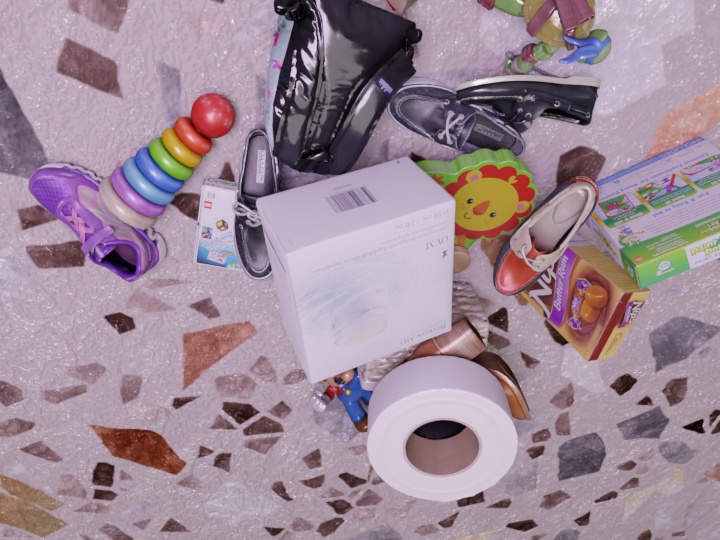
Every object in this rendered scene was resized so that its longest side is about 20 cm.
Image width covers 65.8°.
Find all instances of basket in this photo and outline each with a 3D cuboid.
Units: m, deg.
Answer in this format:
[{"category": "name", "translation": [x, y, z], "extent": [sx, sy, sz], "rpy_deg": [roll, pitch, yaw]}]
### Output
[{"category": "basket", "translation": [0.094, 0.098, 0.876], "extent": [0.198, 0.136, 0.125], "rpy_deg": [0, 120, -6]}]

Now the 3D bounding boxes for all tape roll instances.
[{"category": "tape roll", "translation": [0.108, 0.218, 0.756], "extent": [0.200, 0.071, 0.204], "rpy_deg": [1, 118, 1]}]

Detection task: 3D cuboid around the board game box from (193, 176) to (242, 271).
[{"category": "board game box", "translation": [-0.134, -0.053, 0.808], "extent": [0.198, 0.035, 0.127], "rpy_deg": [10, 121, -13]}]

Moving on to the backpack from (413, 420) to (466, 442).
[{"category": "backpack", "translation": [0.115, 0.244, 0.933], "extent": [0.161, 0.201, 0.169], "rpy_deg": [11, 127, -5]}]

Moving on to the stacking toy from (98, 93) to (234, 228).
[{"category": "stacking toy", "translation": [-0.241, -0.149, 0.714], "extent": [0.200, 0.086, 0.085], "rpy_deg": [-43, 118, 13]}]

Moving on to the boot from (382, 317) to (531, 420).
[{"category": "boot", "translation": [0.142, 0.176, 0.809], "extent": [0.154, 0.074, 0.200], "rpy_deg": [-38, 105, 13]}]

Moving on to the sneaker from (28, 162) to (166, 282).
[{"category": "sneaker", "translation": [-0.355, -0.058, 0.750], "extent": [0.080, 0.089, 0.200], "rpy_deg": [-35, 119, 18]}]

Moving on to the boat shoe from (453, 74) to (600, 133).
[{"category": "boat shoe", "translation": [0.210, -0.206, 0.698], "extent": [0.197, 0.074, 0.067], "rpy_deg": [-6, 101, -21]}]

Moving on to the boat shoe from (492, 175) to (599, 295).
[{"category": "boat shoe", "translation": [0.246, -0.040, 0.755], "extent": [0.071, 0.063, 0.201], "rpy_deg": [38, 117, 6]}]

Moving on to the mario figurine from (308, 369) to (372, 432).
[{"category": "mario figurine", "translation": [-0.016, 0.194, 0.936], "extent": [0.105, 0.124, 0.201], "rpy_deg": [-19, 128, 22]}]

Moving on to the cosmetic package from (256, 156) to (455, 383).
[{"category": "cosmetic package", "translation": [0.000, 0.000, 0.673], "extent": [0.198, 0.123, 0.201], "rpy_deg": [-19, 131, -15]}]

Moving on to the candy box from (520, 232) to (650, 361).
[{"category": "candy box", "translation": [0.301, 0.019, 0.802], "extent": [0.056, 0.200, 0.118], "rpy_deg": [-3, 125, -23]}]

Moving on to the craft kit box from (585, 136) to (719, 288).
[{"category": "craft kit box", "translation": [0.422, -0.085, 0.751], "extent": [0.198, 0.198, 0.049], "rpy_deg": [-24, 122, 10]}]

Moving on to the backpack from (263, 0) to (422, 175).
[{"category": "backpack", "translation": [-0.037, -0.215, 0.655], "extent": [0.165, 0.127, 0.202], "rpy_deg": [15, 113, -13]}]

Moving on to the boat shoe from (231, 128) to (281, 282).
[{"category": "boat shoe", "translation": [-0.130, -0.082, 0.724], "extent": [0.073, 0.068, 0.202], "rpy_deg": [8, 98, -4]}]

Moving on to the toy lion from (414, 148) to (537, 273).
[{"category": "toy lion", "translation": [0.131, -0.093, 0.763], "extent": [0.198, 0.069, 0.192], "rpy_deg": [19, 133, -25]}]

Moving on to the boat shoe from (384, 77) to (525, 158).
[{"category": "boat shoe", "translation": [0.125, -0.190, 0.726], "extent": [0.198, 0.068, 0.072], "rpy_deg": [17, 120, -17]}]

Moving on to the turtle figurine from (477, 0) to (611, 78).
[{"category": "turtle figurine", "translation": [0.207, -0.314, 0.652], "extent": [0.194, 0.200, 0.144], "rpy_deg": [40, 143, -3]}]

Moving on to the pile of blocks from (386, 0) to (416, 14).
[{"category": "pile of blocks", "translation": [-0.012, -0.353, 0.620], "extent": [0.198, 0.083, 0.062], "rpy_deg": [24, 161, -10]}]
